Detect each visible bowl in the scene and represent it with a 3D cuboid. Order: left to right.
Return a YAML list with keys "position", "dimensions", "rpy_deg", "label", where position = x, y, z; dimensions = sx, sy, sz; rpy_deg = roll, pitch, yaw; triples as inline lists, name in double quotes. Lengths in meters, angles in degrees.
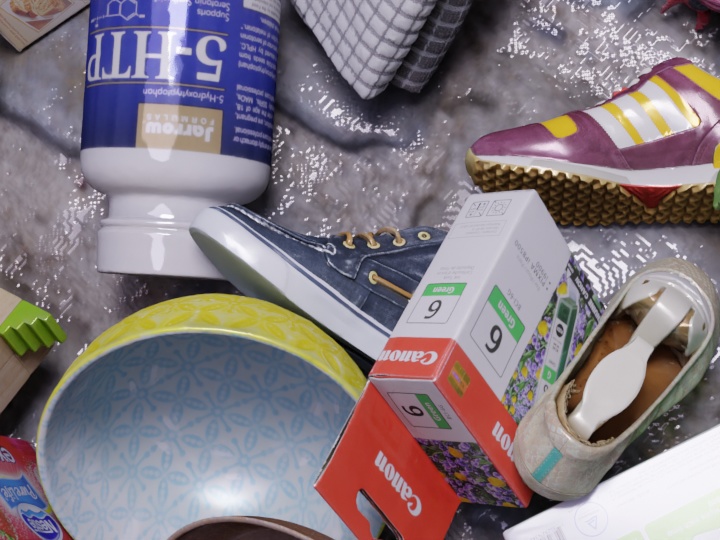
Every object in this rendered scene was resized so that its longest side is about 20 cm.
- position: [-0.075, 0.086, 0.773]
  dimensions: [0.198, 0.202, 0.108]
  rpy_deg: [-6, 31, 10]
  label: "bowl"

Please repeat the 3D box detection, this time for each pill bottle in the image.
- position: [-0.112, -0.097, 0.829]
  dimensions: [0.118, 0.120, 0.203]
  rpy_deg: [3, 88, 12]
  label: "pill bottle"

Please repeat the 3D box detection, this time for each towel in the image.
- position: [0.006, -0.233, 0.826]
  dimensions: [0.085, 0.166, 0.201]
  rpy_deg: [-17, 63, -34]
  label: "towel"

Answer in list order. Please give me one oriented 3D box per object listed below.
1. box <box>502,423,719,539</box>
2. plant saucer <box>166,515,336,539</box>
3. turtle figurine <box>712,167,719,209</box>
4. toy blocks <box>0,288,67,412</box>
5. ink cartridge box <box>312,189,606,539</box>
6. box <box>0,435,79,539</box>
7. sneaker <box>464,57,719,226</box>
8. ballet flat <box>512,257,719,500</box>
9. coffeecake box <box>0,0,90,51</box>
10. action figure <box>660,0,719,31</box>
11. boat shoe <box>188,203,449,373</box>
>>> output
- position: [0.203, 0.178, 0.707]
  dimensions: [0.198, 0.097, 0.178]
  rpy_deg: [-28, 72, 3]
  label: "box"
- position: [-0.028, 0.211, 0.730]
  dimensions: [0.198, 0.037, 0.203]
  rpy_deg: [15, 122, 26]
  label: "plant saucer"
- position: [0.286, -0.017, 0.682]
  dimensions: [0.192, 0.144, 0.201]
  rpy_deg: [27, 68, -1]
  label: "turtle figurine"
- position: [-0.291, 0.057, 0.825]
  dimensions: [0.199, 0.100, 0.137]
  rpy_deg: [23, 64, 30]
  label: "toy blocks"
- position: [0.061, 0.066, 0.718]
  dimensions: [0.050, 0.109, 0.201]
  rpy_deg: [-2, 46, 42]
  label: "ink cartridge box"
- position: [-0.228, 0.155, 0.748]
  dimensions: [0.100, 0.200, 0.096]
  rpy_deg: [-42, 76, -2]
  label: "box"
- position: [0.163, -0.081, 0.804]
  dimensions: [0.197, 0.075, 0.091]
  rpy_deg: [3, 69, 6]
  label: "sneaker"
- position: [0.153, 0.047, 0.724]
  dimensions: [0.067, 0.063, 0.200]
  rpy_deg: [36, 52, 10]
  label: "ballet flat"
- position: [-0.201, -0.277, 0.926]
  dimensions: [0.199, 0.073, 0.154]
  rpy_deg: [-33, 71, 2]
  label: "coffeecake box"
- position: [0.234, -0.206, 0.764]
  dimensions: [0.132, 0.201, 0.150]
  rpy_deg: [-7, 54, -20]
  label: "action figure"
- position: [0.000, 0.000, 0.790]
  dimensions: [0.199, 0.071, 0.091]
  rpy_deg: [34, 75, -12]
  label: "boat shoe"
